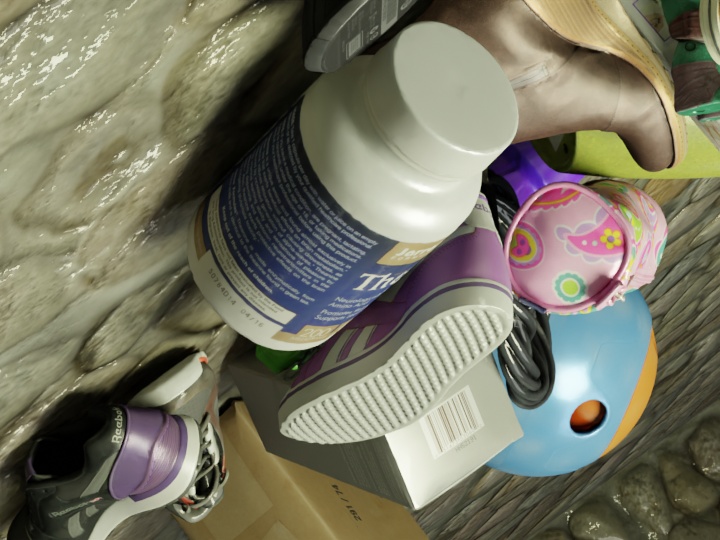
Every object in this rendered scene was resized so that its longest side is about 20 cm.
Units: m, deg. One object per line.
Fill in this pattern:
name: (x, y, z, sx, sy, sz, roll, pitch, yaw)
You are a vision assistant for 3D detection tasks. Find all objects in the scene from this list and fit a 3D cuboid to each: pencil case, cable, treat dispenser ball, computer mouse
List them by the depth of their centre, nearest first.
computer mouse: (0.037, -0.174, 1.049, 0.200, 0.046, 0.140, -44, 171, -4)
pencil case: (0.147, -0.016, 1.305, 0.087, 0.088, 0.200, -43, 173, 13)
cable: (0.104, 0.006, 1.395, 0.050, 0.201, 0.163, -15, -163, 5)
treat dispenser ball: (0.145, 0.069, 1.684, 0.200, 0.201, 0.201, -36, 165, -12)

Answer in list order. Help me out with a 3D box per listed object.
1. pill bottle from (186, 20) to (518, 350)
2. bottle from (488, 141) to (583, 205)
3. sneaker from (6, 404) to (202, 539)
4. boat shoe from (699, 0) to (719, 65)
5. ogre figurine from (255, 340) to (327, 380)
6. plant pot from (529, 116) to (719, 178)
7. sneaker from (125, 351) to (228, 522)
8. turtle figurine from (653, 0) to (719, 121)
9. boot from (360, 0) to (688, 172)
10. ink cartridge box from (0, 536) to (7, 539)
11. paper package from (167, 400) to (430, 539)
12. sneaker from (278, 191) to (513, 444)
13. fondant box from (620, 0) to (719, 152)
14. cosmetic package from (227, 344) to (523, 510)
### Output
pill bottle: (-0.003, -0.047, 1.120, 0.111, 0.111, 0.200, -24, 168, -45)
bottle: (0.090, -0.038, 1.509, 0.200, 0.065, 0.084, -40, 166, -2)
sneaker: (-0.197, 0.138, 1.359, 0.087, 0.076, 0.200, 21, 138, -34)
boat shoe: (0.247, -0.184, 1.113, 0.062, 0.075, 0.200, -4, -140, 39)
ogre figurine: (0.000, 0.000, 1.341, 0.120, 0.098, 0.200, -41, 163, 21)
plant pot: (0.209, -0.138, 1.352, 0.199, 0.188, 0.187, -17, 158, -17)
sneaker: (-0.118, 0.123, 1.436, 0.077, 0.082, 0.200, -35, 164, -17)
turtle figurine: (0.196, -0.189, 1.168, 0.100, 0.202, 0.149, -9, 178, 39)
boot: (0.095, -0.099, 1.216, 0.166, 0.072, 0.200, -35, 126, 0)
ink cartridge box: (-0.264, 0.257, 1.402, 0.068, 0.117, 0.200, -47, 165, 24)
paper package: (-0.043, 0.208, 1.630, 0.103, 0.200, 0.190, -44, 164, 15)
sneaker: (0.019, 0.024, 1.227, 0.072, 0.115, 0.200, 19, 139, -35)
fondant box: (0.241, -0.164, 1.249, 0.144, 0.200, 0.058, -38, 169, -4)
cosmetic package: (0.007, 0.089, 1.432, 0.107, 0.091, 0.200, -32, -159, -24)
